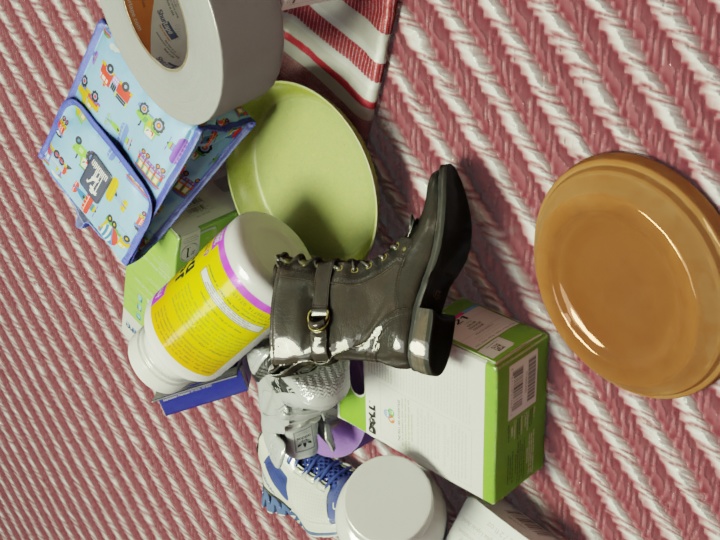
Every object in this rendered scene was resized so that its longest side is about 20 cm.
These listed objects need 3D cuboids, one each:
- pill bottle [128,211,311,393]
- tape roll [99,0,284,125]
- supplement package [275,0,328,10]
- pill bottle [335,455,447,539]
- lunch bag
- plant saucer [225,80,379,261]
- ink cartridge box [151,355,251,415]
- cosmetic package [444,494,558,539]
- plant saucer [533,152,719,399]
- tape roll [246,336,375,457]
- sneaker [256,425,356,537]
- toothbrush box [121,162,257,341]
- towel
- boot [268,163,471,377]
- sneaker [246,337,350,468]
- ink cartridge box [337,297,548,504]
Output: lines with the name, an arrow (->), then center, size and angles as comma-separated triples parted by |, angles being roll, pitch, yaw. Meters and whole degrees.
pill bottle -> -0.140, 0.038, 1.257 | 0.200, 0.104, 0.105 | -40, 78, 31
tape roll -> -0.148, -0.228, 1.089 | 0.200, 0.066, 0.202 | 38, 142, 37
supplement package -> -0.057, -0.344, 1.059 | 0.201, 0.110, 0.156 | 51, 134, 18
pill bottle -> 0.031, 0.247, 1.253 | 0.109, 0.108, 0.201 | 48, 167, 22
lunch bag -> -0.221, -0.117, 1.250 | 0.151, 0.094, 0.201 | 46, 119, 13
plant saucer -> -0.050, -0.085, 1.239 | 0.198, 0.031, 0.203 | 21, 122, 36
ink cartridge box -> -0.166, 0.114, 1.409 | 0.200, 0.094, 0.038 | -95, -13, -82
cosmetic package -> 0.107, 0.321, 1.210 | 0.101, 0.074, 0.202 | 31, 97, 37
plant saucer -> 0.207, 0.010, 1.010 | 0.199, 0.037, 0.202 | 28, 130, 40
tape roll -> -0.038, 0.088, 1.343 | 0.199, 0.065, 0.202 | 30, 132, 40
sneaker -> -0.061, 0.217, 1.434 | 0.198, 0.080, 0.117 | 4, 115, 52
toothbrush box -> -0.169, -0.007, 1.384 | 0.086, 0.145, 0.202 | 41, 137, 27
towel -> -0.028, -0.225, 1.183 | 0.144, 0.023, 0.202 | 41, 138, 28
boot -> 0.000, 0.000, 1.130 | 0.172, 0.069, 0.203 | 5, 76, 26
sneaker -> -0.051, 0.131, 1.235 | 0.200, 0.074, 0.117 | -161, 58, -69
ink cartridge box -> 0.070, 0.099, 1.194 | 0.199, 0.075, 0.150 | 24, 128, 39
